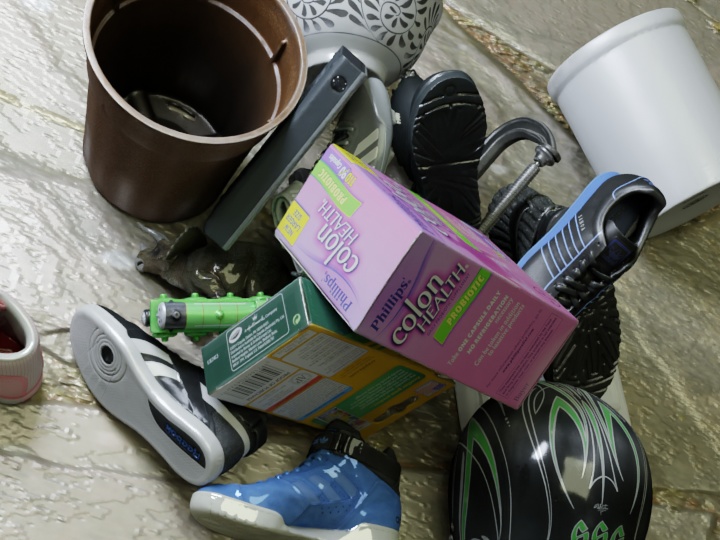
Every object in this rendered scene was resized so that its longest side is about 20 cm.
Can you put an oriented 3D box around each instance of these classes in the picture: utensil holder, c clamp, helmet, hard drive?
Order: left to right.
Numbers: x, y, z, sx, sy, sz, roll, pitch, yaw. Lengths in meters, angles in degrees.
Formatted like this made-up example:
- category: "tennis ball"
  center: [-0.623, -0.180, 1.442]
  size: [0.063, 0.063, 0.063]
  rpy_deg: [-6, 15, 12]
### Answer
- category: "hard drive"
  center: [-0.069, -0.117, 1.106]
  size: [0.033, 0.140, 0.200]
  rpy_deg: [38, 100, -9]
- category: "c clamp"
  center: [0.135, -0.072, 1.210]
  size: [0.027, 0.170, 0.201]
  rpy_deg: [42, 81, -29]
- category: "helmet"
  center: [0.172, 0.198, 1.092]
  size: [0.197, 0.200, 0.194]
  rpy_deg: [10, 79, -17]
- category: "utensil holder"
  center: [0.328, -0.159, 1.332]
  size: [0.168, 0.170, 0.202]
  rpy_deg: [-19, 76, -28]

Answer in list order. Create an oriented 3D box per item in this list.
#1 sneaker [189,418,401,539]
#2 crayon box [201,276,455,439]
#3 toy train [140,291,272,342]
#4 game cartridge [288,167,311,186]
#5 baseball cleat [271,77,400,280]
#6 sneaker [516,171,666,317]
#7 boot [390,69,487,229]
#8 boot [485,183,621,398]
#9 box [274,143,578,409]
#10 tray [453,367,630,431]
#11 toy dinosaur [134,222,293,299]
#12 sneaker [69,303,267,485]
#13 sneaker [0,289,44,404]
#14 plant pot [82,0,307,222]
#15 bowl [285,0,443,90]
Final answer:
- category: "sneaker"
  center: [-0.052, 0.185, 1.060]
  size: [0.197, 0.077, 0.113]
  rpy_deg: [14, 67, -20]
- category: "crayon box"
  center: [-0.026, 0.084, 1.053]
  size: [0.199, 0.125, 0.052]
  rpy_deg: [25, 40, -44]
- category: "toy train"
  center: [-0.093, 0.039, 1.054]
  size: [0.197, 0.056, 0.042]
  rpy_deg: [-1, 87, -21]
- category: "game cartridge"
  center: [0.000, 0.000, 1.181]
  size: [0.128, 0.038, 0.203]
  rpy_deg: [5, 63, -34]
- category: "baseball cleat"
  center: [-0.024, -0.088, 1.106]
  size: [0.105, 0.069, 0.203]
  rpy_deg: [11, 80, -32]
- category: "sneaker"
  center: [0.200, -0.005, 1.087]
  size: [0.070, 0.078, 0.201]
  rpy_deg: [36, 87, -21]
- category: "boot"
  center: [0.069, -0.141, 1.167]
  size: [0.072, 0.200, 0.163]
  rpy_deg: [-13, 42, -5]
- category: "boot"
  center: [0.192, 0.022, 1.217]
  size: [0.078, 0.158, 0.214]
  rpy_deg: [-5, 102, -21]
- category: "box"
  center: [0.055, 0.005, 1.021]
  size: [0.199, 0.097, 0.176]
  rpy_deg: [27, 13, -36]
- category: "tray"
  center: [0.188, 0.113, 1.227]
  size: [0.197, 0.022, 0.109]
  rpy_deg: [2, 64, -21]
- category: "toy dinosaur"
  center: [-0.114, 0.010, 1.124]
  size: [0.197, 0.077, 0.104]
  rpy_deg: [7, 76, -14]
- category: "sneaker"
  center: [-0.165, 0.100, 1.073]
  size: [0.200, 0.073, 0.111]
  rpy_deg: [45, 35, 18]
- category: "sneaker"
  center: [-0.352, 0.032, 1.001]
  size: [0.199, 0.105, 0.076]
  rpy_deg: [32, 60, -3]
- category: "plant pot"
  center: [-0.172, -0.156, 1.108]
  size: [0.197, 0.198, 0.203]
  rpy_deg: [9, 62, -18]
- category: "bowl"
  center: [-0.016, -0.232, 1.216]
  size: [0.198, 0.201, 0.096]
  rpy_deg: [10, 70, -17]
